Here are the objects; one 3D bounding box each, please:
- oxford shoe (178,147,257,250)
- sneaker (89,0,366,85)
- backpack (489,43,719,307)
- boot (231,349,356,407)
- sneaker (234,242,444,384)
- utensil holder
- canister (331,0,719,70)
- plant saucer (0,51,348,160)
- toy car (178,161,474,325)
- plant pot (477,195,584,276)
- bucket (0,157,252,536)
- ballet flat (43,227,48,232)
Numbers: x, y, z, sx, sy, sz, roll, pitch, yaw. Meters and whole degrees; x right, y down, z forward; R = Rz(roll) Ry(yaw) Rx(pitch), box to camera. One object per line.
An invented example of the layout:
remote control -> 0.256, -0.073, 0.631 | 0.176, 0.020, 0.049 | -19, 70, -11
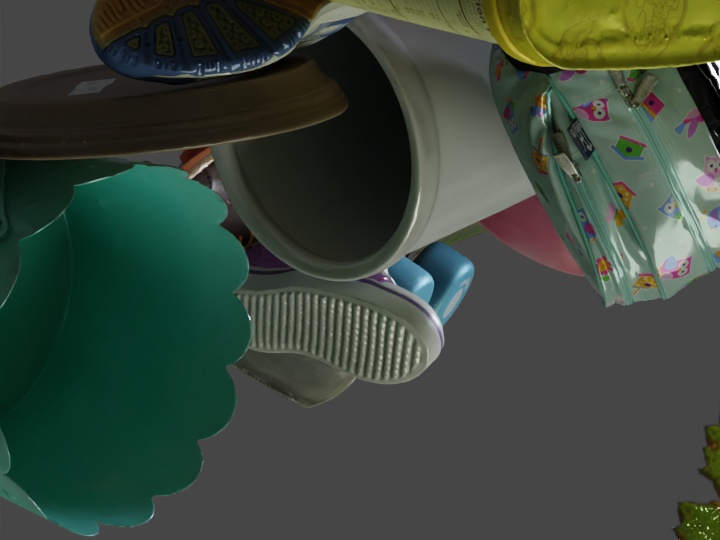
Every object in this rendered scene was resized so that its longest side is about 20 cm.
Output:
oxford shoe -> -0.096, -0.032, 1.580 | 0.200, 0.073, 0.071 | -53, -171, -31
sneaker -> -0.056, -0.130, 1.298 | 0.199, 0.076, 0.088 | -22, 170, -32
backpack -> 0.143, -0.083, 1.375 | 0.126, 0.201, 0.167 | -23, -156, 11
boot -> -0.114, 0.026, 1.702 | 0.199, 0.073, 0.181 | 24, 168, -27
sneaker -> 0.000, -0.001, 1.532 | 0.114, 0.073, 0.200 | -42, -147, -26
utensil holder -> 0.037, -0.101, 1.492 | 0.199, 0.171, 0.170 | -22, 172, -43
canister -> 0.077, -0.152, 1.195 | 0.148, 0.087, 0.200 | -6, -164, -31
plant saucer -> -0.106, -0.087, 1.316 | 0.198, 0.030, 0.200 | -6, -168, 1
toy car -> 0.009, -0.083, 1.712 | 0.201, 0.184, 0.177 | -60, 166, 15
plant pot -> 0.173, -0.125, 1.823 | 0.199, 0.200, 0.179 | -20, 155, -46
bucket -> -0.168, 0.027, 1.363 | 0.134, 0.209, 0.207 | 16, -157, 36
ballet flat -> -0.177, -0.037, 1.530 | 0.070, 0.068, 0.200 | -6, 177, 13
